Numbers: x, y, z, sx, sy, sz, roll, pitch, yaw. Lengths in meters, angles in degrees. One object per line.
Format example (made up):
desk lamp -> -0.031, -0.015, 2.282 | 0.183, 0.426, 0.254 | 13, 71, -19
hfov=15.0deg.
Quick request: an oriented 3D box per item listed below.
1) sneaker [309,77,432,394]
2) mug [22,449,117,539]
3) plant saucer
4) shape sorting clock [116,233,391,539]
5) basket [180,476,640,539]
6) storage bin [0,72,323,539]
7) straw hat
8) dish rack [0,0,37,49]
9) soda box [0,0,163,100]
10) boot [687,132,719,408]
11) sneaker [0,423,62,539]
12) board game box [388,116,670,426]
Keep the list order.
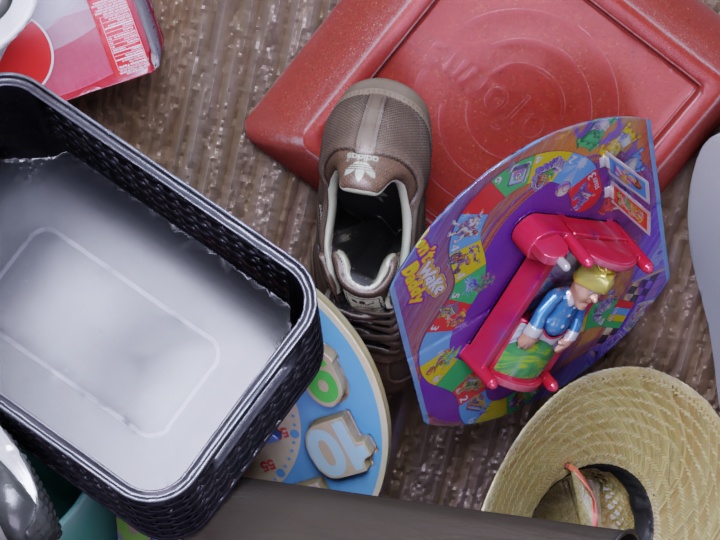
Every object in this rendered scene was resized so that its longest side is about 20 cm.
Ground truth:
sneaker -> 0.000, 0.000, 1.376 | 0.070, 0.076, 0.200 | 7, 132, 11
mug -> -0.213, 0.132, 1.382 | 0.185, 0.152, 0.114 | 11, 135, 17
plant saucer -> 0.077, -0.086, 1.408 | 0.200, 0.037, 0.200 | 36, 105, -15
shape sorting clock -> -0.081, 0.074, 1.400 | 0.200, 0.039, 0.200 | 8, 121, 13
basket -> 0.012, 0.183, 1.327 | 0.200, 0.136, 0.180 | 15, 78, 20
storage bin -> -0.129, 0.018, 1.296 | 0.200, 0.094, 0.135 | 34, 77, 10
straw hat -> 0.109, 0.145, 1.469 | 0.201, 0.085, 0.201 | -1, 92, -36
dish rack -> -0.264, -0.144, 1.319 | 0.172, 0.044, 0.200 | -40, 77, -1
soda box -> -0.202, -0.105, 1.370 | 0.200, 0.070, 0.063 | -17, 107, 4
boot -> 0.234, 0.006, 1.442 | 0.096, 0.074, 0.200 | -21, 121, -21
sneaker -> -0.220, 0.095, 1.293 | 0.080, 0.200, 0.074 | -41, 134, -28
board game box -> 0.098, 0.016, 1.381 | 0.158, 0.039, 0.200 | -31, 143, -13
